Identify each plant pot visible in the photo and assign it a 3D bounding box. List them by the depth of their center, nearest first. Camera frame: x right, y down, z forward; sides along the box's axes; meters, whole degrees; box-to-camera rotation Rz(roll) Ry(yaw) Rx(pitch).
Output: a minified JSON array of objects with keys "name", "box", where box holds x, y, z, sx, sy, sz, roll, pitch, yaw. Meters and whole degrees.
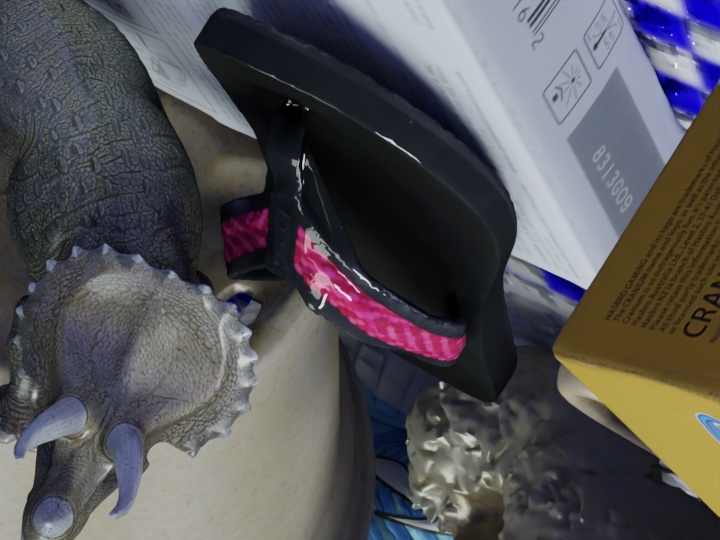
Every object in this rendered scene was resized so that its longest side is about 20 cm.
[{"name":"plant pot","box":[-0.081,0.020,0.830,0.200,0.201,0.184,31,152,7]}]

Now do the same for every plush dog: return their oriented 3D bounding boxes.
[{"name":"plush dog","box":[0.066,0.144,0.817,0.200,0.172,0.160,29,-157,10]}]

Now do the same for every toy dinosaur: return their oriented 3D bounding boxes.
[{"name":"toy dinosaur","box":[-0.067,-0.020,0.676,0.077,0.201,0.102,-6,157,-18]}]

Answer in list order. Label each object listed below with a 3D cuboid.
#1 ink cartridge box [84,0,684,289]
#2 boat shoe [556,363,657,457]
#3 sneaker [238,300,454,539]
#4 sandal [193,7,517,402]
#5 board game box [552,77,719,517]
[{"name":"ink cartridge box","box":[-0.029,-0.083,0.657,0.200,0.047,0.160,27,164,34]},{"name":"boat shoe","box":[0.129,0.064,0.734,0.200,0.065,0.072,41,162,-26]},{"name":"sneaker","box":[0.028,0.089,0.951,0.199,0.090,0.078,25,162,22]},{"name":"sandal","box":[0.000,0.000,0.671,0.075,0.045,0.200,31,166,20]},{"name":"board game box","box":[0.135,0.011,0.411,0.200,0.153,0.040,44,162,-31]}]
